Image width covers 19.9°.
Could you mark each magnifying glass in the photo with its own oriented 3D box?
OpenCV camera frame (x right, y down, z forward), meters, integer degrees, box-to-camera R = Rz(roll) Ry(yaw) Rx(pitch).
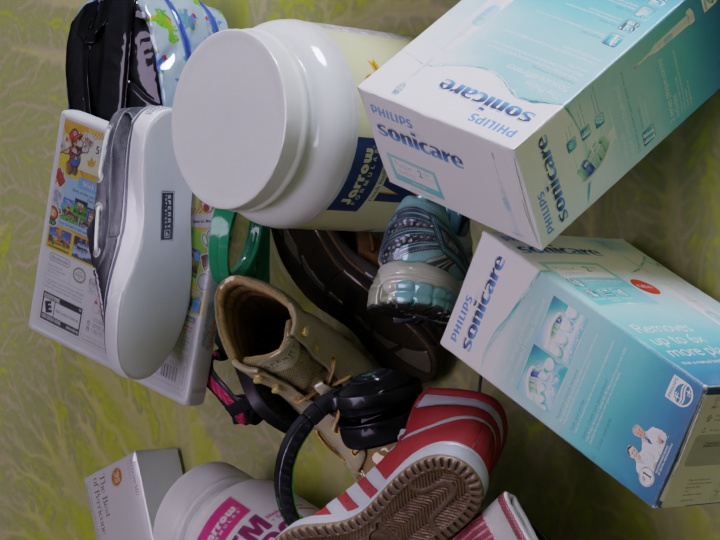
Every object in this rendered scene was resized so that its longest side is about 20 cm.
[{"bbox_3d":[-0.083,0.003,1.553,0.022,0.201,0.080,12,59,17],"label":"magnifying glass"}]

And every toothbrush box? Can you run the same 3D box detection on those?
[{"bbox_3d":[0.121,-0.123,1.308,0.146,0.200,0.086,25,146,42],"label":"toothbrush box"},{"bbox_3d":[0.173,0.058,1.281,0.200,0.146,0.086,36,114,41],"label":"toothbrush box"}]

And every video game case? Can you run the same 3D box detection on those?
[{"bbox_3d":[-0.178,-0.013,1.589,0.199,0.023,0.184,22,107,41],"label":"video game case"}]

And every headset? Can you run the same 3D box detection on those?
[{"bbox_3d":[0.030,0.118,1.422,0.124,0.199,0.094,54,175,-10],"label":"headset"}]

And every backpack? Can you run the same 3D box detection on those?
[{"bbox_3d":[-0.172,-0.134,1.671,0.163,0.153,0.202,-8,103,51],"label":"backpack"}]

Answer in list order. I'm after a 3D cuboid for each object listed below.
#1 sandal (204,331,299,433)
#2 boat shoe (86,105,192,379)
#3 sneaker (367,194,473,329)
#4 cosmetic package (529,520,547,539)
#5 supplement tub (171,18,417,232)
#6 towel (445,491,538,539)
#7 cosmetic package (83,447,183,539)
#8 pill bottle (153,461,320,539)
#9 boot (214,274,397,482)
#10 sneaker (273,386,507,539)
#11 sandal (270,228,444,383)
[{"bbox_3d":[-0.093,0.085,1.578,0.045,0.075,0.200,-39,23,-1],"label":"sandal"},{"bbox_3d":[-0.171,-0.022,1.518,0.067,0.071,0.202,6,93,40],"label":"boat shoe"},{"bbox_3d":[0.058,-0.005,1.401,0.077,0.200,0.087,7,85,10],"label":"sneaker"},{"bbox_3d":[0.069,0.277,1.435,0.103,0.087,0.201,48,121,30],"label":"cosmetic package"},{"bbox_3d":[-0.020,-0.101,1.456,0.144,0.199,0.146,-1,89,46],"label":"supplement tub"},{"bbox_3d":[0.063,0.253,1.291,0.200,0.023,0.145,-46,60,30],"label":"towel"},{"bbox_3d":[-0.173,0.257,1.713,0.082,0.050,0.202,-28,69,41],"label":"cosmetic package"},{"bbox_3d":[-0.063,0.228,1.554,0.199,0.113,0.114,27,108,43],"label":"pill bottle"},{"bbox_3d":[-0.018,0.092,1.478,0.073,0.155,0.200,-42,54,6],"label":"boot"},{"bbox_3d":[0.019,0.150,1.352,0.199,0.113,0.071,-35,102,33],"label":"sneaker"},{"bbox_3d":[0.000,0.000,1.536,0.200,0.054,0.082,43,145,22],"label":"sandal"}]
